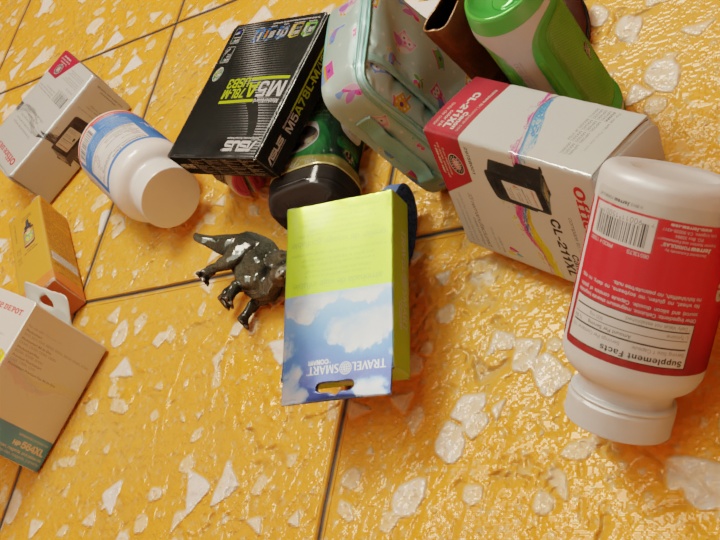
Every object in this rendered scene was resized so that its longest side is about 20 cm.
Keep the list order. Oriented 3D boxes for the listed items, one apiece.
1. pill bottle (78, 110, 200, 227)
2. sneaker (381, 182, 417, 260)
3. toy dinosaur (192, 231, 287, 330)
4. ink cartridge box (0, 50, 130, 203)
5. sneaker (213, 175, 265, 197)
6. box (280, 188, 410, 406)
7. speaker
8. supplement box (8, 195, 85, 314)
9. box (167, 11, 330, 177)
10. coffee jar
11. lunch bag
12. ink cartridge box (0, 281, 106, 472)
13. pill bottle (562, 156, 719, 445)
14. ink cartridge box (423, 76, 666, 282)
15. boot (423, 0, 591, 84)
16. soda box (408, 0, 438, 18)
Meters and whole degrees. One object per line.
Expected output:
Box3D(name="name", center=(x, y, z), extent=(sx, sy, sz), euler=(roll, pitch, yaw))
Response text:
Box3D(name="pill bottle", center=(-0.288, -0.130, 1.391), extent=(0.113, 0.112, 0.200), euler=(-50, 43, -2))
Box3D(name="sneaker", center=(0.000, 0.000, 1.083), extent=(0.077, 0.070, 0.202), euler=(1, 63, 32))
Box3D(name="toy dinosaur", center=(-0.124, -0.002, 1.202), extent=(0.102, 0.077, 0.200), euler=(-42, 36, -10))
Box3D(name="ink cartridge box", center=(-0.470, -0.222, 1.630), extent=(0.200, 0.083, 0.145), euler=(-50, 42, 0))
Box3D(name="sneaker", center=(-0.134, -0.191, 1.331), extent=(0.087, 0.074, 0.202), euler=(16, 76, 39))
Box3D(name="box", center=(-0.014, 0.030, 1.010), extent=(0.121, 0.048, 0.202), euler=(-10, 67, 25))
Box3D(name="speaker", center=(0.175, -0.194, 0.979), extent=(0.088, 0.200, 0.089), euler=(-21, 48, 26))
Box3D(name="supplement box", center=(-0.438, -0.015, 1.466), extent=(0.066, 0.069, 0.201), euler=(-38, 45, 10))
Box3D(name="box", center=(-0.122, -0.203, 1.235), extent=(0.199, 0.047, 0.195), euler=(10, 68, 51))
Box3D(name="coffee jar", center=(-0.043, -0.140, 1.209), extent=(0.103, 0.085, 0.202), euler=(-16, 51, 33))
Box3D(name="lunch bag", center=(0.051, -0.180, 1.080), extent=(0.077, 0.199, 0.162), euler=(-26, 45, 37))
Box3D(name="ink cartridge box", center=(-0.423, 0.121, 1.310), extent=(0.128, 0.125, 0.201), euler=(14, 70, 44))
Box3D(name="pill bottle", center=(0.216, 0.023, 0.800), extent=(0.112, 0.111, 0.202), euler=(28, 114, 47))
Box3D(name="ink cartridge box", center=(0.168, -0.075, 0.929), extent=(0.083, 0.147, 0.199), euler=(-42, 39, -20))
Box3D(name="boot", center=(0.145, -0.254, 1.048), extent=(0.068, 0.200, 0.190), euler=(15, 71, 45))
Box3D(name="soda box", center=(0.035, -0.268, 1.239), extent=(0.198, 0.064, 0.068), euler=(3, 39, 42))
